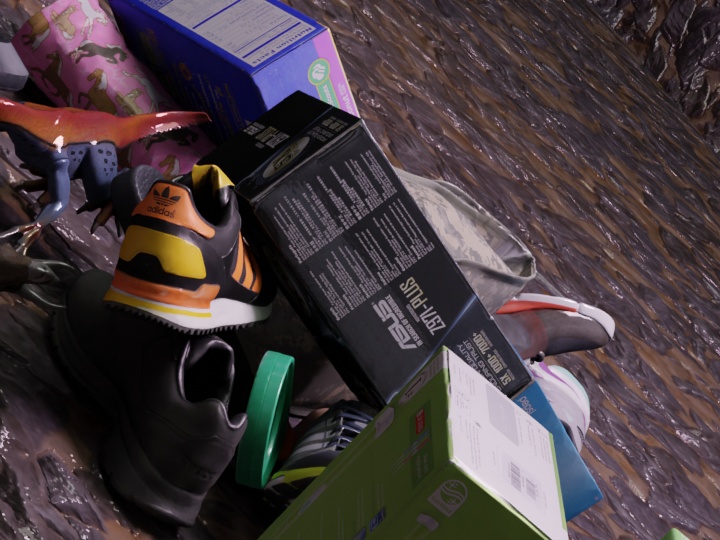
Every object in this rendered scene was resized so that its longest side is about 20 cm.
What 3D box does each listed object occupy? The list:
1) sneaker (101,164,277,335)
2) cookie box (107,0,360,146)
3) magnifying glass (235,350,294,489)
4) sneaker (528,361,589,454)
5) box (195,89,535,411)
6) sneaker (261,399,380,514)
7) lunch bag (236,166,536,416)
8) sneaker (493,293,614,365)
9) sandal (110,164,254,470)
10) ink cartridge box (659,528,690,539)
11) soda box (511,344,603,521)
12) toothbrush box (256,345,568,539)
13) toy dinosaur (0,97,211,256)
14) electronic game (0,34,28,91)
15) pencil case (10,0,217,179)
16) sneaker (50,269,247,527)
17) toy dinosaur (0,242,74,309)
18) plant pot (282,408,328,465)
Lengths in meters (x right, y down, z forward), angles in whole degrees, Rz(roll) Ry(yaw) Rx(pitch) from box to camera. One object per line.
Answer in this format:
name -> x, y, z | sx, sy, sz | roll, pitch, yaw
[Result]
sneaker -> -0.086, -0.018, 1.375 | 0.070, 0.090, 0.200 | 17, 8, 12
cookie box -> -0.084, -0.126, 1.741 | 0.200, 0.075, 0.171 | 34, -28, 45
magnifying glass -> -0.055, 0.095, 1.437 | 0.022, 0.080, 0.200 | 12, -8, 5
sneaker -> 0.104, 0.091, 1.876 | 0.200, 0.078, 0.140 | 34, 22, -11
box -> 0.000, 0.000, 1.469 | 0.200, 0.086, 0.164 | 56, -7, -18
sneaker -> -0.012, 0.114, 1.397 | 0.074, 0.081, 0.200 | 28, -9, -6
lunch bag -> 0.018, 0.019, 1.685 | 0.118, 0.164, 0.200 | 53, 18, 26
sneaker -> 0.098, 0.063, 1.826 | 0.200, 0.082, 0.077 | 1, -12, -8
sandal -> -0.114, 0.033, 1.485 | 0.076, 0.043, 0.200 | 9, 59, -68
ink cartridge box -> 0.180, 0.270, 1.468 | 0.084, 0.146, 0.200 | 41, 15, -9
soda box -> 0.110, 0.119, 1.719 | 0.064, 0.068, 0.200 | 56, 0, 38
toothbrush box -> 0.009, 0.158, 1.235 | 0.086, 0.200, 0.146 | 41, 15, -14
toy dinosaur -> -0.200, -0.090, 1.480 | 0.105, 0.200, 0.182 | 32, -20, 17
electronic game -> -0.302, -0.156, 1.482 | 0.200, 0.042, 0.200 | 23, 6, -3
pencil case -> -0.168, -0.111, 1.722 | 0.086, 0.083, 0.200 | -26, 68, -44
sneaker -> -0.116, 0.059, 1.389 | 0.076, 0.091, 0.200 | 25, 23, -42
toy dinosaur -> -0.262, -0.041, 1.355 | 0.200, 0.077, 0.102 | 45, 3, 24
plant pot -> 0.052, 0.150, 1.567 | 0.201, 0.093, 0.201 | 41, 15, -13
